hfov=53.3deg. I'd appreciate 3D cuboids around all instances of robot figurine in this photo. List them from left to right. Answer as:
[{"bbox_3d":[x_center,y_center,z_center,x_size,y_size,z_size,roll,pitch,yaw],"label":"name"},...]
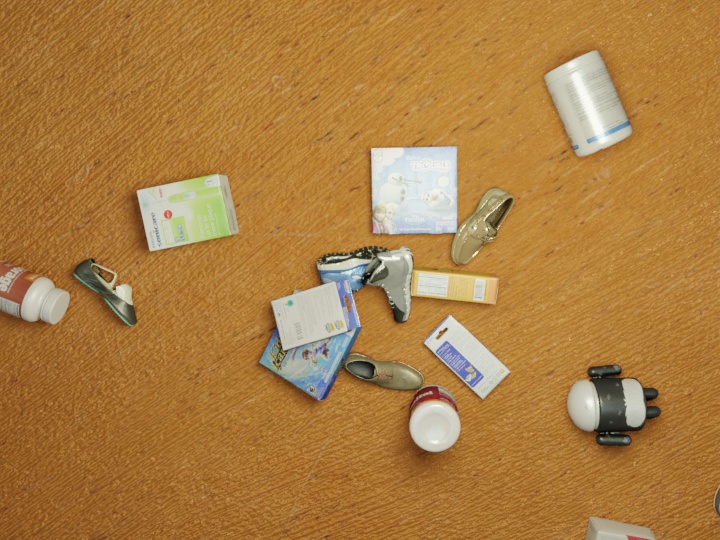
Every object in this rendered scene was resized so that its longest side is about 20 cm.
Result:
[{"bbox_3d":[0.577,0.308,1.648,0.199,0.151,0.125,-3,125,3],"label":"robot figurine"}]

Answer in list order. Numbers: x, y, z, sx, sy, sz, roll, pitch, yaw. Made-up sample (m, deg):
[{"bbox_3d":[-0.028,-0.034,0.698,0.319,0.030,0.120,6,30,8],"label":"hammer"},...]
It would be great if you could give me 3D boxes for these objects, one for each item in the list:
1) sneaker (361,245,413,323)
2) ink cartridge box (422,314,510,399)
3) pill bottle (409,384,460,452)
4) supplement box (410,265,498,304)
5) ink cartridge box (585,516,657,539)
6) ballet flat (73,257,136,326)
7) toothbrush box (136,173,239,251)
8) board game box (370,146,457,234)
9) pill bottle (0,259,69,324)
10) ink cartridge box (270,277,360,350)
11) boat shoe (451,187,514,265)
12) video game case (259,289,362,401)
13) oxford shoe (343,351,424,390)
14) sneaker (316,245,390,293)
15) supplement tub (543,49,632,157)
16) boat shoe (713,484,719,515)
[{"bbox_3d":[0.056,0.037,1.645,0.115,0.075,0.201,-7,121,-13],"label":"sneaker"},{"bbox_3d":[0.251,0.203,1.701,0.200,0.037,0.095,43,97,-4],"label":"ink cartridge box"},{"bbox_3d":[0.167,0.328,1.635,0.112,0.200,0.114,0,96,4],"label":"pill bottle"},{"bbox_3d":[0.217,0.033,1.672,0.199,0.067,0.069,8,99,4],"label":"supplement box"},{"bbox_3d":[0.606,0.705,1.701,0.147,0.086,0.201,9,95,3],"label":"ink cartridge box"},{"bbox_3d":[-0.601,0.045,1.728,0.200,0.068,0.068,42,88,-1],"label":"ballet flat"},{"bbox_3d":[-0.403,-0.136,1.687,0.199,0.086,0.146,-10,94,6],"label":"toothbrush box"},{"bbox_3d":[0.125,-0.185,1.668,0.199,0.043,0.200,-1,95,3],"label":"board game box"},{"bbox_3d":[-0.810,0.054,1.718,0.199,0.112,0.113,21,96,1],"label":"pill bottle"},{"bbox_3d":[-0.099,0.100,1.645,0.199,0.042,0.120,-18,80,19],"label":"ink cartridge box"},{"bbox_3d":[0.279,-0.096,1.643,0.071,0.064,0.201,26,97,-37],"label":"boat shoe"},{"bbox_3d":[-0.119,0.175,1.693,0.181,0.045,0.201,29,97,19],"label":"video game case"},{"bbox_3d":[0.054,0.248,1.698,0.199,0.075,0.071,12,96,3],"label":"oxford shoe"},{"bbox_3d":[0.000,0.000,1.687,0.199,0.079,0.090,-7,118,-2],"label":"sneaker"},{"bbox_3d":[0.502,-0.365,1.582,0.131,0.132,0.201,-23,94,6],"label":"supplement tub"},{"bbox_3d":[0.906,0.501,1.673,0.071,0.063,0.200,38,98,-2],"label":"boat shoe"}]
